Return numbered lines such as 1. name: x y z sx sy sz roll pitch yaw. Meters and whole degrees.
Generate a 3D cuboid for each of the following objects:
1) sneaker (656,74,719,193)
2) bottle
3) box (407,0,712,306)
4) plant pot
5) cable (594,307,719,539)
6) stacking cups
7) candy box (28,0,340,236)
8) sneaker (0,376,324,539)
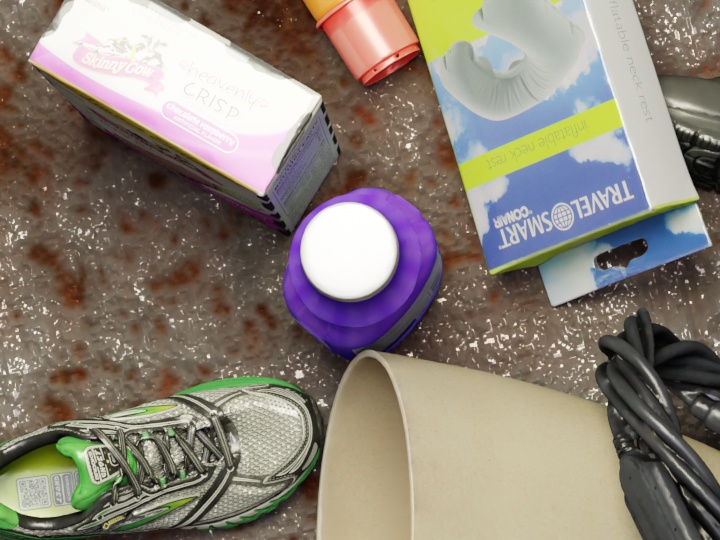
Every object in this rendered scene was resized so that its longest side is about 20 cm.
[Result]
1. sneaker: 0.236 -0.082 1.577 0.199 0.076 0.091 13 76 -3
2. bottle: 0.000 0.000 1.506 0.065 0.200 0.084 37 88 6
3. box: 0.100 -0.089 1.556 0.122 0.048 0.201 -22 82 44
4. plant pot: 0.096 0.138 1.512 0.199 0.187 0.188 3 84 -14
5. cable: 0.189 0.098 1.462 0.051 0.163 0.200 -49 51 32
6. stacking cups: -0.032 -0.195 1.599 0.060 0.061 0.200 -35 86 -1
7. candy box: -0.085 -0.083 1.518 0.136 0.200 0.061 30 86 5
8. sneaker: -0.115 0.107 1.559 0.199 0.085 0.078 -16 85 0
